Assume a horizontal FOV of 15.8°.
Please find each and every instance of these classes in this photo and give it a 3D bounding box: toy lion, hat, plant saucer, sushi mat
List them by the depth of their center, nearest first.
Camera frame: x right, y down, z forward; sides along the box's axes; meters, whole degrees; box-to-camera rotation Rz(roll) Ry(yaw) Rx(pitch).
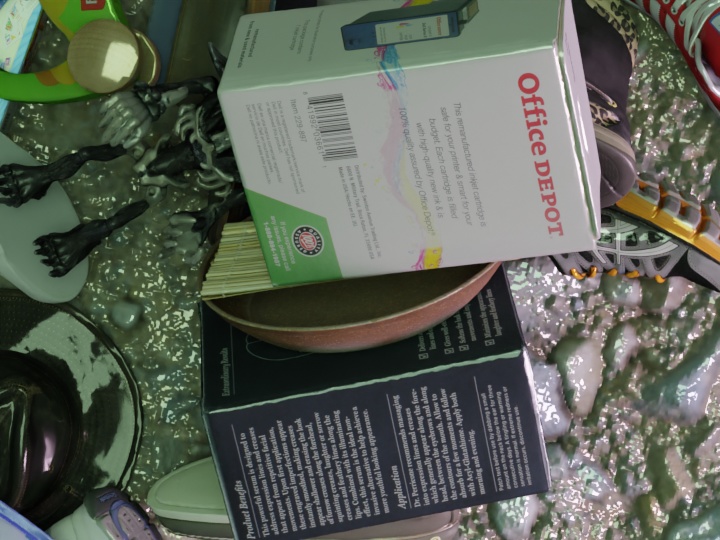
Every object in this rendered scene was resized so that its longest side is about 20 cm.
[{"bbox_3d":[0.004,-0.018,1.584,0.200,0.096,0.012,-7,118,10],"label":"sushi mat"},{"bbox_3d":[0.000,0.000,1.603,0.200,0.200,0.037,-12,118,2],"label":"plant saucer"},{"bbox_3d":[-0.229,-0.204,1.639,0.191,0.069,0.200,-3,89,9],"label":"toy lion"},{"bbox_3d":[-0.241,0.108,1.666,0.200,0.081,0.201,0,90,2],"label":"hat"}]

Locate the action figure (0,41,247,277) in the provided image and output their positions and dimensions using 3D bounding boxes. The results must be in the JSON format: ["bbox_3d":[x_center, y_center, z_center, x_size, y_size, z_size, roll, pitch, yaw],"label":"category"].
[{"bbox_3d":[-0.122,-0.061,1.595,0.200,0.102,0.119,-23,101,18],"label":"action figure"}]

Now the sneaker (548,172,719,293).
[{"bbox_3d":[0.159,-0.026,1.663,0.200,0.078,0.077,25,105,4],"label":"sneaker"}]

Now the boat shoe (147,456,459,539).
[{"bbox_3d":[-0.036,0.154,1.667,0.201,0.072,0.060,-5,123,11],"label":"boat shoe"}]

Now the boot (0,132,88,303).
[{"bbox_3d":[-0.265,-0.054,1.671,0.200,0.096,0.074,53,50,-26],"label":"boot"}]

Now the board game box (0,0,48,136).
[{"bbox_3d":[-0.264,-0.198,1.685,0.134,0.034,0.200,20,91,1],"label":"board game box"}]

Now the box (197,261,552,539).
[{"bbox_3d":[0.006,0.076,1.611,0.200,0.148,0.107,-11,117,2],"label":"box"}]

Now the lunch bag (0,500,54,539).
[{"bbox_3d":[-0.223,0.265,1.621,0.200,0.127,0.170,35,127,-5],"label":"lunch bag"}]

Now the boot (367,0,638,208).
[{"bbox_3d":[0.091,-0.138,1.610,0.200,0.151,0.073,28,131,-11],"label":"boot"}]

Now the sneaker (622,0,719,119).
[{"bbox_3d":[0.211,-0.172,1.634,0.071,0.112,0.200,-39,90,1],"label":"sneaker"}]

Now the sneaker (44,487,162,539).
[{"bbox_3d":[-0.141,0.237,1.674,0.087,0.075,0.200,-30,97,18],"label":"sneaker"}]

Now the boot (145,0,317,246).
[{"bbox_3d":[-0.092,-0.112,1.679,0.097,0.075,0.200,18,103,27],"label":"boot"}]

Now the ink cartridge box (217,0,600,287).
[{"bbox_3d":[0.034,-0.080,1.511,0.200,0.088,0.145,-6,125,13],"label":"ink cartridge box"}]
